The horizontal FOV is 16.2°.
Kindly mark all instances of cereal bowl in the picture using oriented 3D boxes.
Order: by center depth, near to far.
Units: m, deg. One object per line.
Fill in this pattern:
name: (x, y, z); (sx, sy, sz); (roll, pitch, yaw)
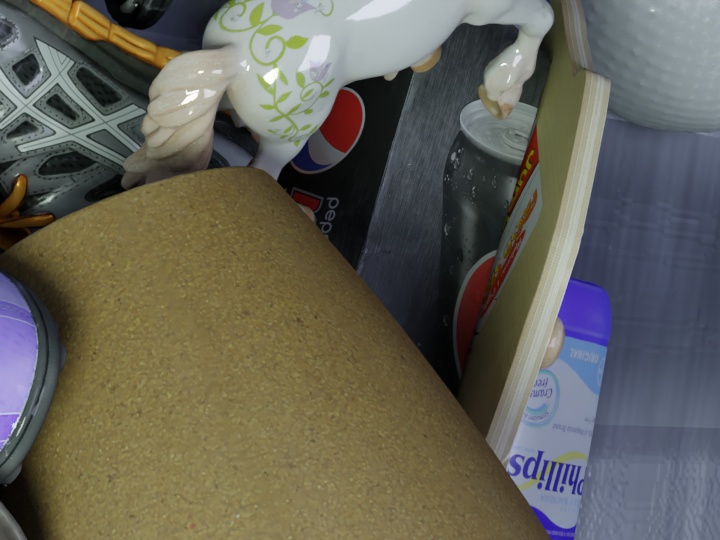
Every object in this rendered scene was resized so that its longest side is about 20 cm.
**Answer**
cereal bowl: (0.170, -0.159, 1.109); (0.199, 0.083, 0.202); (-7, 99, -47)

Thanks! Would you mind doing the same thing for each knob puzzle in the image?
knob puzzle: (0.051, 0.019, 0.895); (0.030, 0.220, 0.221); (21, 78, -10)

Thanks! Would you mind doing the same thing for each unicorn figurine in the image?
unicorn figurine: (0.011, -0.089, 0.768); (0.200, 0.074, 0.138); (-49, 160, -23)

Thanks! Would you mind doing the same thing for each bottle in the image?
bottle: (0.051, 0.098, 1.027); (0.083, 0.065, 0.202); (15, 85, -51)

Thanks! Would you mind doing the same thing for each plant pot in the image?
plant pot: (-0.031, 0.079, 0.716); (0.186, 0.186, 0.201); (-10, 75, -46)

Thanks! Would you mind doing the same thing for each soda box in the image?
soda box: (0.000, 0.000, 0.865); (0.071, 0.063, 0.201); (35, 64, -42)

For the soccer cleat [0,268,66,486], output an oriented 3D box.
soccer cleat: (-0.155, 0.008, 0.698); (0.073, 0.199, 0.069); (30, 87, -41)

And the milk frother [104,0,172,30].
milk frother: (-0.118, -0.165, 0.772); (0.187, 0.201, 0.181); (19, 37, -11)

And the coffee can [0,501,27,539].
coffee can: (-0.196, 0.103, 0.663); (0.146, 0.199, 0.148); (-8, 101, -46)

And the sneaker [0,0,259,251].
sneaker: (-0.110, -0.047, 0.799); (0.199, 0.078, 0.078); (21, 73, -28)
